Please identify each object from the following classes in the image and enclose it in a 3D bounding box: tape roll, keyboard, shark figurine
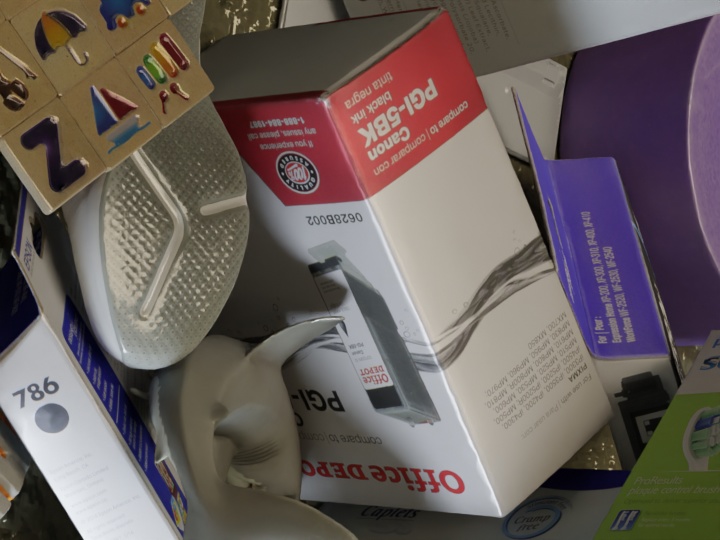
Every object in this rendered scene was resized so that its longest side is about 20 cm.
[{"bbox_3d":[0.200,-0.060,1.279,0.200,0.085,0.200,4,84,-45],"label":"tape roll"},{"bbox_3d":[0.034,-0.104,1.164,0.200,0.011,0.056,22,77,-43],"label":"keyboard"},{"bbox_3d":[-0.042,0.050,0.946,0.128,0.089,0.214,63,4,-5],"label":"shark figurine"}]

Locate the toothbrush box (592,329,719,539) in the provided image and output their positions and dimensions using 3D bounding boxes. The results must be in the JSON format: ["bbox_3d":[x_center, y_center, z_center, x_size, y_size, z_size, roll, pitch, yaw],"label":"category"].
[{"bbox_3d":[0.167,0.140,0.967,0.146,0.086,0.200,55,52,-28],"label":"toothbrush box"}]

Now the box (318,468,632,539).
[{"bbox_3d":[0.078,0.193,1.065,0.105,0.184,0.200,-45,118,-36],"label":"box"}]

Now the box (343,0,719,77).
[{"bbox_3d":[0.104,-0.169,1.091,0.152,0.200,0.106,-35,108,-45],"label":"box"}]

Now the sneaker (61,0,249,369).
[{"bbox_3d":[-0.095,-0.054,0.951,0.070,0.080,0.200,8,68,-39],"label":"sneaker"}]

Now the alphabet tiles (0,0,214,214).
[{"bbox_3d":[-0.139,-0.127,0.883,0.166,0.006,0.200,-43,103,-41],"label":"alphabet tiles"}]

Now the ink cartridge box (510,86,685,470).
[{"bbox_3d":[0.125,0.032,1.128,0.198,0.043,0.200,-95,166,-61],"label":"ink cartridge box"}]

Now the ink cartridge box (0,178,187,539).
[{"bbox_3d":[-0.103,0.061,0.952,0.099,0.039,0.200,-99,164,-67],"label":"ink cartridge box"}]

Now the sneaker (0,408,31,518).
[{"bbox_3d":[-0.180,0.092,0.886,0.078,0.077,0.200,50,37,-38],"label":"sneaker"}]

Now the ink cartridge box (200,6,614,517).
[{"bbox_3d":[0.000,0.000,1.020,0.083,0.147,0.200,-39,114,-36],"label":"ink cartridge box"}]
